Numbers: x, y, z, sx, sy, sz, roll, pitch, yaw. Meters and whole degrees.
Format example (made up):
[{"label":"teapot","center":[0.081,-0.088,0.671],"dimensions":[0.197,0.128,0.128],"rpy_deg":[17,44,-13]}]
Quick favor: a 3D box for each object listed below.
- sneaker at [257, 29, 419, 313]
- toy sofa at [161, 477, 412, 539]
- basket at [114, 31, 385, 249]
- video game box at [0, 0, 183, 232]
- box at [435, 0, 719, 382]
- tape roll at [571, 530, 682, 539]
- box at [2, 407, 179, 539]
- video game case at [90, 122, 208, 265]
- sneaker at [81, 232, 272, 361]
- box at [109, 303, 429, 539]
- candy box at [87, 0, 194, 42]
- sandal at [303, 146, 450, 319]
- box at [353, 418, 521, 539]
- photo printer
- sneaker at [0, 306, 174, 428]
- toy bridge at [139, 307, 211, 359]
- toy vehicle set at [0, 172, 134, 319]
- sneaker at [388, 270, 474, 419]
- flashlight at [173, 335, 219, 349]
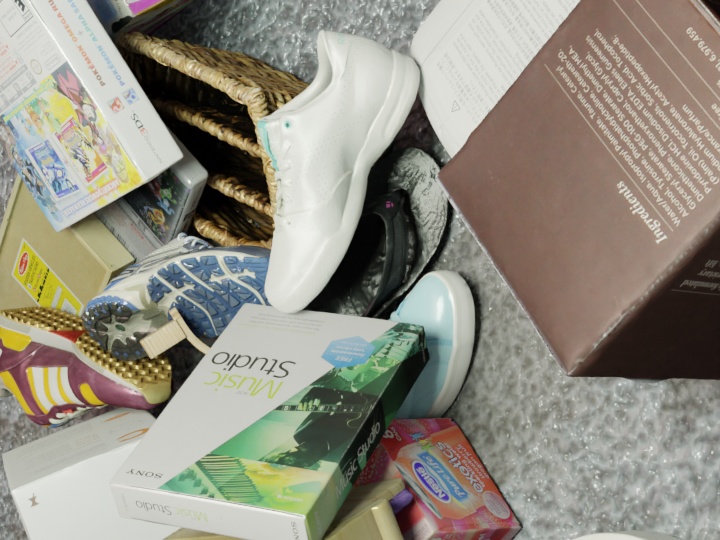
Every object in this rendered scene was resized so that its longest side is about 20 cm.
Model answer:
[{"label":"sneaker","center":[-0.038,-0.072,1.148],"dimensions":[0.200,0.088,0.075],"rpy_deg":[-67,23,4]},{"label":"toy sofa","center":[-0.047,0.204,1.110],"dimensions":[0.200,0.098,0.083],"rpy_deg":[-13,100,42]},{"label":"basket","center":[-0.102,-0.088,1.268],"dimensions":[0.200,0.149,0.143],"rpy_deg":[28,106,42]},{"label":"video game box","center":[-0.235,-0.132,1.258],"dimensions":[0.182,0.047,0.200],"rpy_deg":[60,150,-7]},{"label":"box","center":[0.189,-0.060,0.964],"dimensions":[0.200,0.166,0.164],"rpy_deg":[-50,56,29]},{"label":"tape roll","center":[0.173,0.266,1.041],"dimensions":[0.203,0.037,0.203],"rpy_deg":[-6,82,44]},{"label":"box","center":[-0.204,0.179,1.288],"dimensions":[0.200,0.124,0.098],"rpy_deg":[-175,65,-76]},{"label":"video game case","center":[-0.208,-0.100,1.322],"dimensions":[0.200,0.023,0.182],"rpy_deg":[48,150,10]},{"label":"sneaker","center":[-0.131,0.003,1.263],"dimensions":[0.200,0.077,0.085],"rpy_deg":[-14,35,38]},{"label":"box","center":[-0.056,0.098,1.094],"dimensions":[0.144,0.200,0.036],"rpy_deg":[6,128,24]},{"label":"candy box","center":[-0.196,-0.223,1.354],"dimensions":[0.200,0.136,0.061],"rpy_deg":[-24,99,54]},{"label":"sandal","center":[0.001,0.001,1.190],"dimensions":[0.075,0.048,0.201],"rpy_deg":[32,90,10]},{"label":"box","center":[0.004,0.206,1.172],"dimensions":[0.200,0.095,0.103],"rpy_deg":[-51,54,29]},{"label":"photo printer","center":[0.123,-0.149,1.104],"dimensions":[0.200,0.069,0.167],"rpy_deg":[-51,53,30]},{"label":"sneaker","center":[-0.230,0.095,1.365],"dimensions":[0.200,0.075,0.090],"rpy_deg":[21,109,40]},{"label":"toy bridge","center":[-0.088,0.114,1.229],"dimensions":[0.200,0.067,0.027],"rpy_deg":[59,173,-5]},{"label":"toy vehicle set","center":[-0.270,0.009,1.439],"dimensions":[0.124,0.026,0.200],"rpy_deg":[47,140,13]},{"label":"sneaker","center":[0.013,0.088,1.183],"dimensions":[0.074,0.082,0.200],"rpy_deg":[40,114,38]},{"label":"flashlight","center":[-0.095,0.035,1.313],"dimensions":[0.200,0.068,0.068],"rpy_deg":[3,80,50]}]
